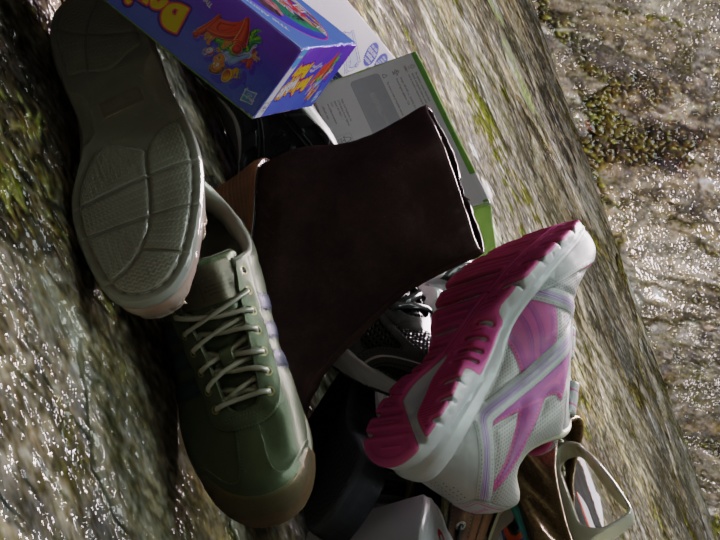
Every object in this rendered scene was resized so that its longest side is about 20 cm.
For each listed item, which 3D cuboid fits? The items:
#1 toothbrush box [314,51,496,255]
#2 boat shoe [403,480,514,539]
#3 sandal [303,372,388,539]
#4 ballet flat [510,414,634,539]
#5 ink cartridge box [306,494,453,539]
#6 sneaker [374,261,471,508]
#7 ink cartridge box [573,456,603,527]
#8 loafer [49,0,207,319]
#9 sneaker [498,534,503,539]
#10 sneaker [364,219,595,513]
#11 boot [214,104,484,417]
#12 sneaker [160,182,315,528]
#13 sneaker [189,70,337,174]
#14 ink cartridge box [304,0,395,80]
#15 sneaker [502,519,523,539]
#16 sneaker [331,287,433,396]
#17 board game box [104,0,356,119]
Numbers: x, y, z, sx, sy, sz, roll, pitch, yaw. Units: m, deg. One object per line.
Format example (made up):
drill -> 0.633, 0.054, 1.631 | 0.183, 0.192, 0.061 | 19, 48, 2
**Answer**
toothbrush box -> 0.036, -0.026, 1.524 | 0.200, 0.086, 0.146 | 79, -10, -53
boat shoe -> 0.043, 0.172, 1.348 | 0.072, 0.068, 0.201 | 26, -78, 57
sandal -> -0.005, 0.111, 1.286 | 0.043, 0.076, 0.200 | 31, 17, -12
ballet flat -> 0.122, 0.156, 1.237 | 0.201, 0.072, 0.068 | -101, 172, -45
ink cartridge box -> 0.021, 0.243, 1.228 | 0.200, 0.082, 0.147 | -78, 148, -66
sneaker -> 0.023, 0.085, 1.395 | 0.075, 0.081, 0.201 | 21, 84, -46
ink cartridge box -> 0.131, 0.115, 1.427 | 0.200, 0.057, 0.163 | 43, -20, 52
loafer -> -0.115, -0.058, 1.151 | 0.063, 0.072, 0.201 | 62, 11, -59
sneaker -> 0.030, 0.149, 1.445 | 0.082, 0.074, 0.201 | 1, 52, -31
sneaker -> 0.083, 0.057, 1.244 | 0.088, 0.081, 0.200 | 47, 59, -21
boot -> -0.009, 0.016, 1.246 | 0.072, 0.166, 0.201 | 41, 33, -64
sneaker -> -0.077, 0.033, 1.149 | 0.090, 0.067, 0.201 | 71, 2, -47
sneaker -> -0.057, -0.099, 1.433 | 0.079, 0.074, 0.201 | -73, 142, -77
ink cartridge box -> -0.053, -0.186, 1.523 | 0.094, 0.044, 0.200 | 30, -5, 25
sneaker -> 0.110, 0.225, 1.488 | 0.200, 0.075, 0.079 | -93, 159, -58
sneaker -> 0.000, 0.000, 1.323 | 0.080, 0.087, 0.200 | 7, 30, -51
board game box -> -0.105, -0.162, 1.166 | 0.200, 0.045, 0.134 | 39, 13, 5
